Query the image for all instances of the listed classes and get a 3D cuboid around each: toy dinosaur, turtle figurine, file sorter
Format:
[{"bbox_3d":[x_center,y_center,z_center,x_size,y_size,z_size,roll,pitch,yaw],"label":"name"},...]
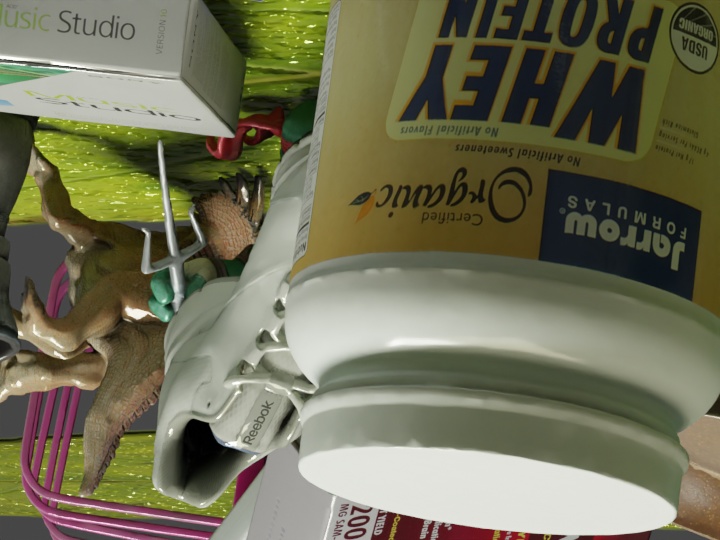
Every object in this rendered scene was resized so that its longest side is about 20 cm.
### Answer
[{"bbox_3d":[-0.086,0.015,1.304,0.135,0.200,0.086,8,124,-13],"label":"toy dinosaur"},{"bbox_3d":[0.000,0.000,1.242,0.149,0.101,0.200,-8,130,22],"label":"turtle figurine"},{"bbox_3d":[-0.103,0.079,1.554,0.125,0.139,0.200,9,165,2],"label":"file sorter"}]

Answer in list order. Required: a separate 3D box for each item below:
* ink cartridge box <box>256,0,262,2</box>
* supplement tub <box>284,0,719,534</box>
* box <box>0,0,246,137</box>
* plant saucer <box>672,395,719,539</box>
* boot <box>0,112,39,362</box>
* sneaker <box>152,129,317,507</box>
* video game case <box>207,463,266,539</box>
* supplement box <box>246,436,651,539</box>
[{"bbox_3d":[-0.117,-0.133,0.962,0.197,0.044,0.200,10,166,-8],"label":"ink cartridge box"},{"bbox_3d":[0.053,-0.024,0.969,0.144,0.201,0.144,7,165,2],"label":"supplement tub"},{"bbox_3d":[-0.122,-0.081,1.092,0.144,0.036,0.200,7,176,4],"label":"box"},{"bbox_3d":[0.182,0.084,1.277,0.200,0.035,0.200,18,164,6],"label":"plant saucer"},{"bbox_3d":[-0.227,-0.020,1.257,0.199,0.132,0.070,-2,163,31],"label":"boot"},{"bbox_3d":[-0.022,0.022,1.139,0.074,0.087,0.200,24,137,-11],"label":"sneaker"},{"bbox_3d":[0.044,0.085,1.454,0.182,0.200,0.023,23,-161,-44],"label":"video game case"},{"bbox_3d":[0.047,0.116,1.421,0.199,0.109,0.061,-8,-142,-32],"label":"supplement box"}]
